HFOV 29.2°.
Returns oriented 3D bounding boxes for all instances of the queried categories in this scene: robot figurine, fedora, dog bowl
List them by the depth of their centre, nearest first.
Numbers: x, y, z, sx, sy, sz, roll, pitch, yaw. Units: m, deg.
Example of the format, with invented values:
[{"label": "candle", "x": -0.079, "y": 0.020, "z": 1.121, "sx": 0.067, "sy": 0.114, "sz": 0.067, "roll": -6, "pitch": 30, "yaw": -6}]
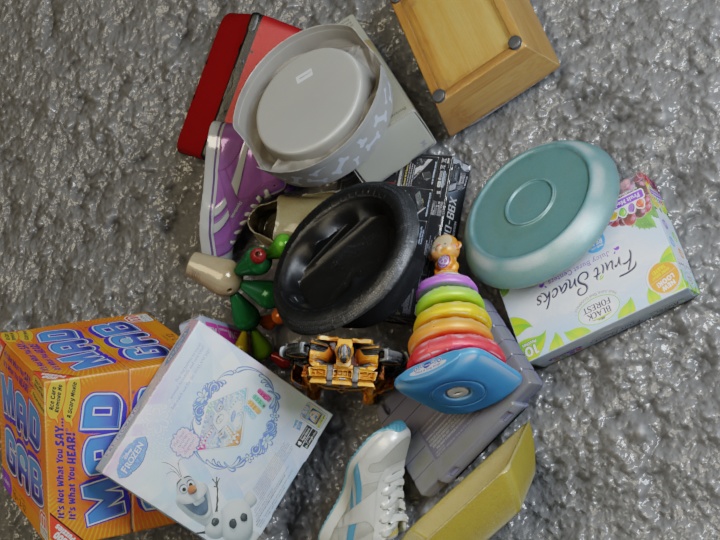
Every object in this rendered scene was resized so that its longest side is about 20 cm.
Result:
[{"label": "fedora", "x": 0.000, "y": 0.000, "z": 1.540, "sx": 0.199, "sy": 0.091, "sz": 0.202, "roll": -22, "pitch": 51, "yaw": 29}, {"label": "robot figurine", "x": -0.018, "y": 0.113, "z": 1.556, "sx": 0.143, "sy": 0.200, "sz": 0.059, "roll": 4, "pitch": 80, "yaw": 1}, {"label": "dog bowl", "x": -0.051, "y": -0.186, "z": 1.598, "sx": 0.198, "sy": 0.059, "sz": 0.202, "roll": -16, "pitch": 56, "yaw": 24}]

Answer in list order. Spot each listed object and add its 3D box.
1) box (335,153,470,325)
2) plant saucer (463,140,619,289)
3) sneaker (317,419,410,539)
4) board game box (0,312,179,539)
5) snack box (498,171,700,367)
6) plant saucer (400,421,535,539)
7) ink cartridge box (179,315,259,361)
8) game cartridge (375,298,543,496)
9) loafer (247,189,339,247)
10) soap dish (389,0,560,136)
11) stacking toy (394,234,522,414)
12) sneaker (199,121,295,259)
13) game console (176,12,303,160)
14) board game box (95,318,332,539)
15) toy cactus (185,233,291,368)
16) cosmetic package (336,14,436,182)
[{"label": "box", "x": 0.037, "y": -0.040, "z": 1.656, "sx": 0.156, "sy": 0.050, "sz": 0.202, "roll": 6, "pitch": 82, "yaw": 32}, {"label": "plant saucer", "x": 0.193, "y": -0.070, "z": 1.534, "sx": 0.199, "sy": 0.027, "sz": 0.201, "roll": -27, "pitch": 40, "yaw": 25}, {"label": "sneaker", "x": 0.022, "y": 0.258, "z": 1.572, "sx": 0.081, "sy": 0.076, "sz": 0.202, "roll": 36, "pitch": 122, "yaw": 28}, {"label": "board game box", "x": -0.309, "y": 0.184, "z": 1.654, "sx": 0.199, "sy": 0.198, "sz": 0.202, "roll": 25, "pitch": 118, "yaw": 57}, {"label": "snack box", "x": 0.252, "y": 0.002, "z": 1.518, "sx": 0.199, "sy": 0.053, "sz": 0.143, "roll": -28, "pitch": 68, "yaw": 24}, {"label": "plant saucer", "x": 0.114, "y": 0.264, "z": 1.478, "sx": 0.048, "sy": 0.200, "sz": 0.200, "roll": 46, "pitch": 105, "yaw": 3}, {"label": "ink cartridge box", "x": -0.151, "y": 0.159, "z": 1.682, "sx": 0.042, "sy": 0.119, "sz": 0.202, "roll": -25, "pitch": 68, "yaw": 21}, {"label": "game cartridge", "x": 0.110, "y": 0.146, "z": 1.558, "sx": 0.200, "sy": 0.038, "sz": 0.130, "roll": -49, "pitch": 58, "yaw": 27}, {"label": "loafer", "x": -0.069, "y": -0.054, "z": 1.660, "sx": 0.199, "sy": 0.067, "sz": 0.077, "roll": -13, "pitch": 67, "yaw": 53}, {"label": "soap dish", "x": 0.126, "y": -0.286, "z": 1.638, "sx": 0.157, "sy": 0.081, "sz": 0.202, "roll": -31, "pitch": 67, "yaw": 21}, {"label": "stacking toy", "x": 0.099, "y": 0.044, "z": 1.510, "sx": 0.115, "sy": 0.109, "sz": 0.202, "roll": -24, "pitch": 53, "yaw": 31}, {"label": "sneaker", "x": -0.142, "y": -0.083, "z": 1.745, "sx": 0.113, "sy": 0.073, "sz": 0.202, "roll": 9, "pitch": 117, "yaw": 3}, {"label": "game console", "x": -0.140, "y": -0.227, "z": 1.820, "sx": 0.171, "sy": 0.119, "sz": 0.202, "roll": 20, "pitch": 90, "yaw": 1}, {"label": "board game box", "x": -0.164, "y": 0.194, "z": 1.570, "sx": 0.201, "sy": 0.198, "sz": 0.043, "roll": -57, "pitch": 20, "yaw": -12}, {"label": "toy cactus", "x": -0.134, "y": 0.030, "z": 1.659, "sx": 0.164, "sy": 0.201, "sz": 0.103, "roll": 22, "pitch": 52, "yaw": 9}, {"label": "cosmetic package", "x": 0.000, "y": -0.205, "z": 1.665, "sx": 0.105, "sy": 0.071, "sz": 0.201, "roll": -35, "pitch": 50, "yaw": 5}]
